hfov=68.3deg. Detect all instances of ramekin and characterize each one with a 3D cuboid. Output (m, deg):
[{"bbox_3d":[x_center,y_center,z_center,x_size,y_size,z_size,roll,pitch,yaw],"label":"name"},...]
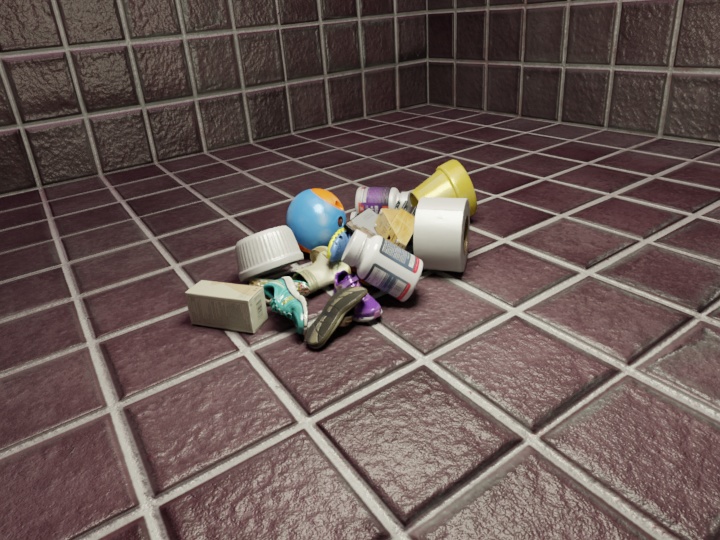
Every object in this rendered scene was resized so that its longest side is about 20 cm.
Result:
[{"bbox_3d":[-0.267,-0.052,1.527,0.193,0.109,0.200,-19,1,0],"label":"ramekin"}]

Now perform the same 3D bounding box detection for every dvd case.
[{"bbox_3d":[0.061,-0.094,1.520,0.198,0.018,0.142,39,38,11],"label":"dvd case"}]

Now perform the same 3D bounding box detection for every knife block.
[{"bbox_3d":[0.133,-0.118,1.523,0.170,0.065,0.204,0,46,-31],"label":"knife block"}]

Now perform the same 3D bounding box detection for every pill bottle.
[{"bbox_3d":[0.084,-0.246,1.941,0.192,0.116,0.112,3,26,17],"label":"pill bottle"},{"bbox_3d":[0.054,-0.018,1.377,0.195,0.122,0.121,29,25,-8],"label":"pill bottle"}]

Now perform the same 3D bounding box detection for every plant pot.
[{"bbox_3d":[0.278,-0.249,1.840,0.184,0.206,0.201,-25,28,-6],"label":"plant pot"}]

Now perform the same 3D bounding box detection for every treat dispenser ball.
[{"bbox_3d":[-0.141,-0.156,1.696,0.192,0.209,0.203,-4,25,2],"label":"treat dispenser ball"}]

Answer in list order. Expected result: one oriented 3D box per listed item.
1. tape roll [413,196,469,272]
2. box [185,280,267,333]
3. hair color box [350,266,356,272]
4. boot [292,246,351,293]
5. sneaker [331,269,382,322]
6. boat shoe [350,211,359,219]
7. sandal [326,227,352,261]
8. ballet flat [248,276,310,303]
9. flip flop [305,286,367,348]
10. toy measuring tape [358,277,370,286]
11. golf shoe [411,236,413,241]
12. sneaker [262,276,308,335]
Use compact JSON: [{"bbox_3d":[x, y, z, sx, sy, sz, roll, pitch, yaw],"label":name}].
[{"bbox_3d":[0.236,-0.104,1.521,0.134,0.210,0.204,5,27,17],"label":"tape roll"},{"bbox_3d":[-0.343,0.090,1.359,0.192,0.099,0.078,7,27,20],"label":"box"},{"bbox_3d":[0.043,-0.037,1.583,0.194,0.066,0.110,13,30,29],"label":"hair color box"},{"bbox_3d":[-0.135,-0.002,1.533,0.151,0.075,0.198,-20,32,-29],"label":"boot"},{"bbox_3d":[-0.016,0.060,1.367,0.078,0.092,0.199,-17,29,-27],"label":"sneaker"},{"bbox_3d":[-0.002,-0.139,1.784,0.065,0.076,0.201,-4,27,4],"label":"boat shoe"},{"bbox_3d":[-0.022,-0.080,1.521,0.086,0.081,0.199,35,46,18],"label":"sandal"},{"bbox_3d":[-0.225,0.063,1.444,0.193,0.076,0.066,4,57,27],"label":"ballet flat"},{"bbox_3d":[-0.054,0.115,1.281,0.079,0.058,0.202,11,53,44],"label":"flip flop"},{"bbox_3d":[0.000,0.000,1.512,0.196,0.076,0.072,14,31,43],"label":"toy measuring tape"},{"bbox_3d":[0.086,-0.105,1.655,0.192,0.091,0.078,0,29,-14],"label":"golf shoe"},{"bbox_3d":[-0.183,0.092,1.316,0.077,0.080,0.200,-7,35,-30],"label":"sneaker"}]
